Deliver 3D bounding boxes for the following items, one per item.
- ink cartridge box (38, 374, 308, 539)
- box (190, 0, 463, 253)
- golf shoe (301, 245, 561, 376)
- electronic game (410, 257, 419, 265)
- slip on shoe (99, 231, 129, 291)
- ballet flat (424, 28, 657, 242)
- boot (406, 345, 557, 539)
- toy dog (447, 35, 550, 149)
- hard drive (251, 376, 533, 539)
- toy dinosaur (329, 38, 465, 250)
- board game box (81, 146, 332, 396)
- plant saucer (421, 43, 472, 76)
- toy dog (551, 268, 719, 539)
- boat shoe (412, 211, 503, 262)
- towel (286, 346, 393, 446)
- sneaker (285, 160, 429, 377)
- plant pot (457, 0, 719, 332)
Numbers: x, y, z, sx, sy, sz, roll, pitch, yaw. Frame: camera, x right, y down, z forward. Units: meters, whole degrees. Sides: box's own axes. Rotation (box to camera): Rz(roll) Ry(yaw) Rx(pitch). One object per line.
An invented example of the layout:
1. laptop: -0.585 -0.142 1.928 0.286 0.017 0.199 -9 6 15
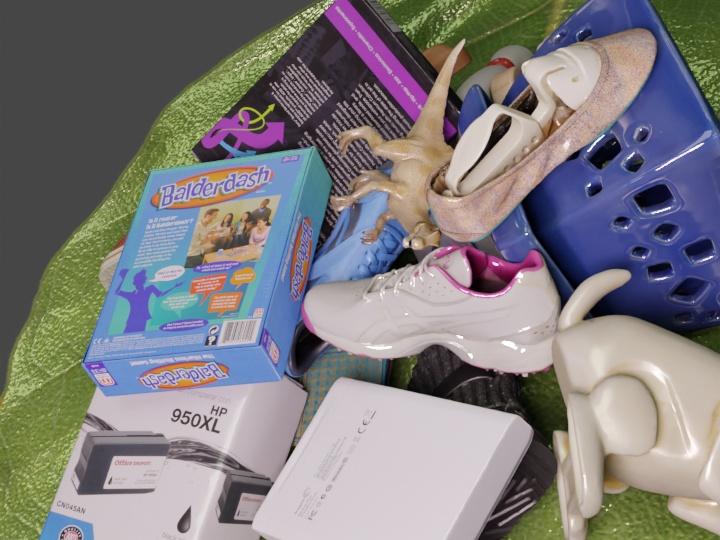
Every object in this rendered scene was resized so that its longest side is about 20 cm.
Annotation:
1. ink cartridge box: -0.145 0.158 1.232 0.143 0.084 0.202 9 72 31
2. box: -0.025 -0.110 1.298 0.200 0.143 0.036 -42 -5 22
3. golf shoe: 0.050 0.016 1.149 0.198 0.092 0.076 4 36 18
4. electronic game: 0.004 -0.031 1.385 0.198 0.042 0.201 -9 49 10
5. slip on shoe: -0.155 -0.030 1.429 0.199 0.074 0.062 -22 33 40
6. ballet flat: 0.121 -0.103 1.105 0.200 0.067 0.068 -47 41 1
7. boot: 0.046 0.149 1.174 0.211 0.079 0.158 -42 32 11
8. toy dog: 0.124 -0.128 1.358 0.131 0.097 0.200 -10 17 43
9. hard drive: 0.017 0.145 1.111 0.199 0.027 0.133 7 60 54
10. toy dinosaur: 0.035 -0.079 1.205 0.100 0.058 0.201 -3 51 16
11. board game box: -0.113 -0.001 1.233 0.151 0.045 0.201 -6 48 23
12. plant saucer: 0.007 -0.141 1.407 0.199 0.032 0.200 -33 5 3
13. toy dog: 0.231 0.097 1.083 0.198 0.140 0.196 -3 60 0
14. boat shoe: 0.087 -0.027 1.287 0.065 0.073 0.201 -4 36 -19
15. towel: -0.062 0.075 1.299 0.198 0.022 0.148 -6 58 26
16. sneaker: 0.000 0.000 1.246 0.200 0.066 0.078 -48 38 4
17. plant pot: 0.191 -0.063 1.208 0.179 0.200 0.201 -28 44 14
